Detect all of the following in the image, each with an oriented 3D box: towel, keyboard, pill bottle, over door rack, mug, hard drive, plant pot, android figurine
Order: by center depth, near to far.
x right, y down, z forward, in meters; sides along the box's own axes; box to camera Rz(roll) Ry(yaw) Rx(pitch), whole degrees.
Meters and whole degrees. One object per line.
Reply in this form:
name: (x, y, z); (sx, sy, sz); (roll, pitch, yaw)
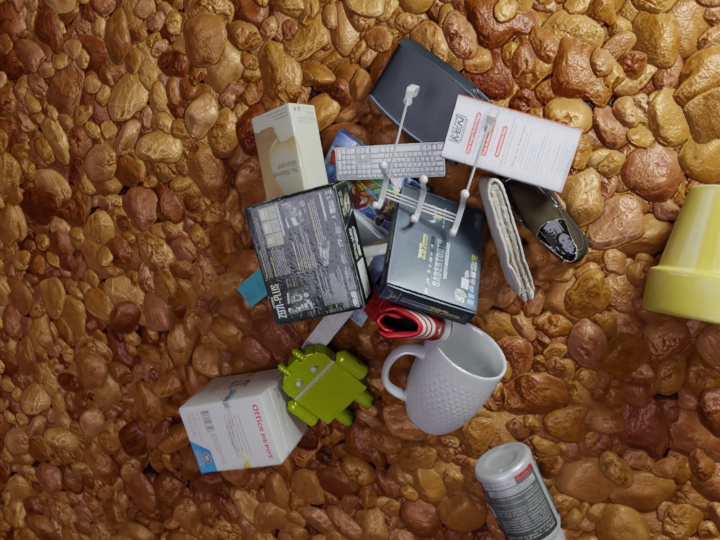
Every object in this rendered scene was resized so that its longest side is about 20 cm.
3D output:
plant pot: (0.535, -0.018, 0.909); (0.196, 0.200, 0.193); (11, 92, 15)
over door rack: (0.109, -0.168, 0.951); (0.145, 0.067, 0.204); (20, 106, 10)
towel: (0.236, -0.055, 1.021); (0.034, 0.133, 0.204); (-18, 99, 6)
hard drive: (0.115, -0.283, 1.047); (0.199, 0.042, 0.136); (39, 113, 5)
keyboard: (0.049, -0.188, 1.070); (0.195, 0.011, 0.058); (1, 110, 19)
mug: (0.133, 0.193, 1.105); (0.196, 0.149, 0.177); (18, 121, -13)
pill bottle: (0.298, 0.434, 1.143); (0.112, 0.114, 0.203); (-23, 96, 22)
android figurine: (-0.071, 0.225, 1.216); (0.199, 0.041, 0.182); (40, 110, -19)

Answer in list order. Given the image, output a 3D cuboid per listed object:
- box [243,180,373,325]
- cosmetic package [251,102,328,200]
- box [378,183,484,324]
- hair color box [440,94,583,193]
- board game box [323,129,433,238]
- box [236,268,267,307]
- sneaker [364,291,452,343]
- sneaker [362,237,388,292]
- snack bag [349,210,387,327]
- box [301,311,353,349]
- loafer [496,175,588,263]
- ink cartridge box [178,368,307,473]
box: (-0.082, -0.028, 1.026); (0.160, 0.086, 0.204); (-12, 100, 14)
cosmetic package: (-0.121, -0.184, 1.110); (0.104, 0.070, 0.205); (-10, 92, 38)
box: (0.120, -0.029, 1.017); (0.155, 0.203, 0.051); (18, 148, -8)
hair color box: (0.235, -0.200, 0.976); (0.196, 0.061, 0.104); (19, 106, 9)
board game box: (0.016, -0.143, 1.123); (0.198, 0.034, 0.137); (34, 113, 7)
box: (-0.143, -0.009, 1.163); (0.199, 0.082, 0.049); (-36, 94, 37)
sneaker: (0.050, 0.067, 1.045); (0.198, 0.114, 0.080); (10, 89, 47)
sneaker: (0.000, 0.000, 1.096); (0.196, 0.075, 0.086); (-10, 102, 26)
snack bag: (-0.023, -0.015, 1.157); (0.188, 0.021, 0.201); (40, 126, 5)
box: (-0.048, 0.093, 1.186); (0.041, 0.039, 0.201); (39, 125, 3)
loafer: (0.302, -0.092, 1.021); (0.200, 0.071, 0.073); (45, 113, 3)
ink cartridge box: (-0.233, 0.303, 1.269); (0.196, 0.145, 0.150); (-12, 102, 21)
